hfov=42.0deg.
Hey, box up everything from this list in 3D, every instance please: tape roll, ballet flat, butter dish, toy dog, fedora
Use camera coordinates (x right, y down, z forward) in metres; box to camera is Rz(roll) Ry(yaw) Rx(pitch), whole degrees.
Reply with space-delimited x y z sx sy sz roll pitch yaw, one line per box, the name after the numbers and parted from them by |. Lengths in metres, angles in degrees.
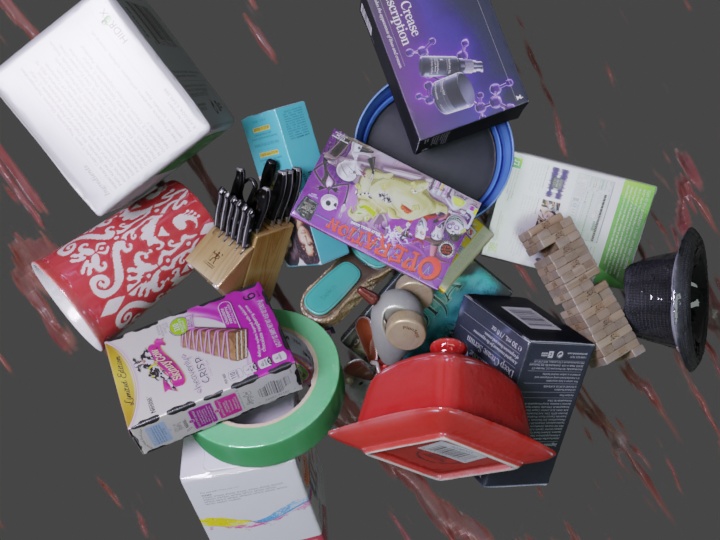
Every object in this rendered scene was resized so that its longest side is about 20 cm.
-0.120 0.138 1.133 0.200 0.201 0.048 -10 138 2 | tape roll
0.000 0.000 1.219 0.200 0.065 0.071 -39 70 -16 | ballet flat
0.097 0.149 1.080 0.200 0.199 0.148 27 58 -34 | butter dish
0.016 0.087 1.179 0.096 0.132 0.200 23 106 -6 | toy dog
0.383 0.036 1.187 0.092 0.201 0.201 1 104 27 | fedora

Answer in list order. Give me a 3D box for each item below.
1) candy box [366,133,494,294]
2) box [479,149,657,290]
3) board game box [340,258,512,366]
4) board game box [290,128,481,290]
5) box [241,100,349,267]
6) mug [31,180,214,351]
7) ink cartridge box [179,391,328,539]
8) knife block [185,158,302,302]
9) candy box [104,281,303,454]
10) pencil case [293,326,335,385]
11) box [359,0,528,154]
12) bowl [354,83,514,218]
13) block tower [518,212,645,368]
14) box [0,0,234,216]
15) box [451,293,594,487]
0.062 -0.072 1.196 0.200 0.026 0.102 41 77 3 | candy box
0.269 -0.067 1.225 0.200 0.036 0.144 14 102 -2 | box
0.087 0.059 1.255 0.135 0.028 0.200 38 100 -8 | board game box
0.030 -0.073 1.129 0.200 0.032 0.120 27 90 1 | board game box
-0.083 -0.106 1.185 0.049 0.082 0.200 -24 102 -36 | box
-0.296 -0.026 1.168 0.200 0.133 0.178 -39 60 -20 | mug
-0.132 0.260 1.203 0.145 0.145 0.200 -11 130 3 | ink cartridge box
-0.125 -0.044 1.172 0.064 0.200 0.176 37 81 25 | knife block
-0.184 0.110 1.096 0.200 0.136 0.061 -23 140 -9 | candy box
-0.131 0.122 1.238 0.200 0.087 0.088 -7 102 4 | pencil case
0.098 -0.262 1.129 0.141 0.079 0.200 -20 85 -5 | box
0.091 -0.149 1.175 0.200 0.039 0.201 0 82 -3 | bowl
0.273 0.028 1.166 0.058 0.054 0.200 -28 85 -15 | block tower
-0.283 -0.201 1.112 0.171 0.199 0.200 -35 99 7 | box
0.185 0.150 1.192 0.107 0.148 0.200 4 109 -29 | box
